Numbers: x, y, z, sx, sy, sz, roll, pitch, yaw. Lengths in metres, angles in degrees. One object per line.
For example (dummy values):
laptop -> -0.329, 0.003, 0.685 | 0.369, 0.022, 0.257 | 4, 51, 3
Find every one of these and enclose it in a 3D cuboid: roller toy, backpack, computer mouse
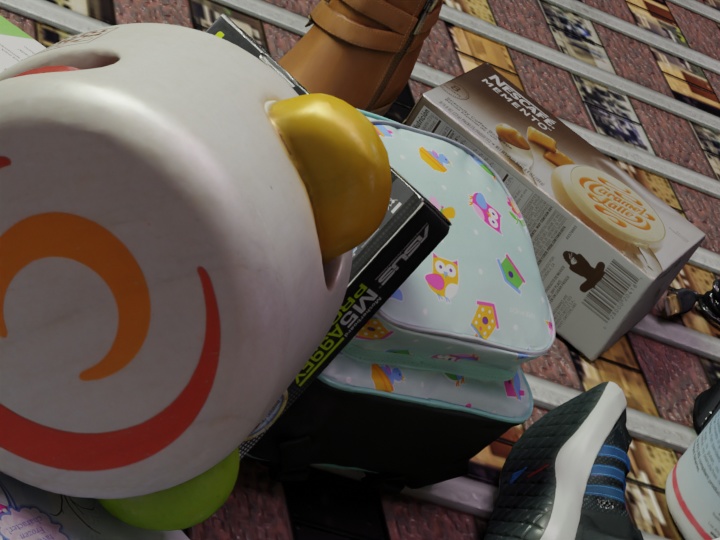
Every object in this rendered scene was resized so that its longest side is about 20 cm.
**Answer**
roller toy -> -0.100, -0.010, 0.885 | 0.182, 0.200, 0.140 | 30, 25, 5
backpack -> 0.000, 0.000, 1.131 | 0.176, 0.153, 0.200 | 11, 45, -38
computer mouse -> 0.264, 0.060, 1.444 | 0.140, 0.046, 0.200 | 41, 30, 12

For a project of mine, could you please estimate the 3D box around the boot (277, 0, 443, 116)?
boot -> -0.019, -0.125, 1.252 | 0.077, 0.155, 0.200 | 45, 31, 19

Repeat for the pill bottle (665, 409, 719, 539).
pill bottle -> 0.278, 0.092, 1.248 | 0.109, 0.200, 0.109 | 25, 29, -15

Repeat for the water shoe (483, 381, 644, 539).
water shoe -> 0.121, 0.138, 1.179 | 0.079, 0.071, 0.200 | 53, 31, -10

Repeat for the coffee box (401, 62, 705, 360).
coffee box -> 0.122, -0.043, 1.425 | 0.200, 0.080, 0.114 | 40, 29, 12

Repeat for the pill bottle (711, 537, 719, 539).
pill bottle -> 0.225, 0.201, 1.109 | 0.200, 0.120, 0.120 | 9, 36, -37

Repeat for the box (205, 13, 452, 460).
box -> -0.078, -0.003, 1.030 | 0.160, 0.200, 0.044 | 43, 2, 28

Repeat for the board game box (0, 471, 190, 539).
board game box -> -0.182, 0.105, 0.863 | 0.199, 0.043, 0.200 | 43, 29, 19

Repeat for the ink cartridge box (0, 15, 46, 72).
ink cartridge box -> -0.238, -0.069, 1.098 | 0.145, 0.084, 0.200 | 36, 28, 6
